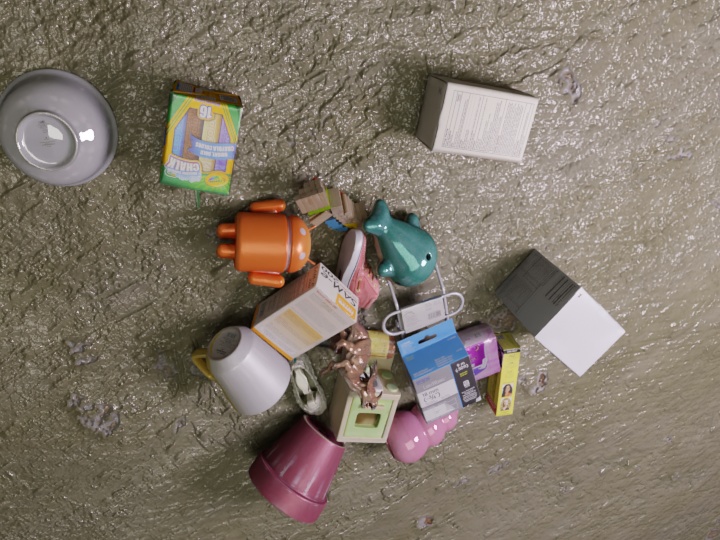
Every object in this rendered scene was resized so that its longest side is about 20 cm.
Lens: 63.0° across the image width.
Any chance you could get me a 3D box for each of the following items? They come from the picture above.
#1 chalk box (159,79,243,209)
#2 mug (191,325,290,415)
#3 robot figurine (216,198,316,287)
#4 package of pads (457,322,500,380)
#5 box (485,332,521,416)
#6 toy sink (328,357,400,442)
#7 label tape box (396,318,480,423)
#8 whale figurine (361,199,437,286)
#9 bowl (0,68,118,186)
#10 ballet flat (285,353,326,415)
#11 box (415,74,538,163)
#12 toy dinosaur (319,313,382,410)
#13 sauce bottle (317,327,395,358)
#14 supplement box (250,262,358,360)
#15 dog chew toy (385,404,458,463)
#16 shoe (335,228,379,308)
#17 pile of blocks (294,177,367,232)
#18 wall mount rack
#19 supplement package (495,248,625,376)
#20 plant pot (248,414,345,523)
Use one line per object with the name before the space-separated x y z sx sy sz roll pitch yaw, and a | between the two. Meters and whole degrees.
chalk box | -0.287 -0.213 1.043 0.121 0.125 0.204 9 112 -19
mug | -0.260 0.204 1.225 0.184 0.151 0.154 -26 132 5
robot figurine | -0.182 -0.056 1.153 0.195 0.146 0.118 2 137 -16
package of pads | 0.234 0.215 1.421 0.196 0.076 0.122 -19 120 -5
box | 0.359 0.262 1.480 0.049 0.076 0.204 -6 118 -9
toy sink | 0.013 0.292 1.377 0.128 0.112 0.204 8 113 -19
label tape box | 0.179 0.232 1.337 0.142 0.063 0.203 -22 117 -4
whale figurine | 0.086 -0.054 1.210 0.201 0.103 0.160 50 64 -34
bowl | -0.519 -0.228 0.993 0.196 0.091 0.205 -7 117 -13
ballet flat | -0.127 0.275 1.359 0.070 0.072 0.203 -22 120 -3
box | 0.224 -0.297 1.149 0.195 0.109 0.130 4 115 -17
toy dinosaur | -0.006 0.186 1.268 0.133 0.086 0.205 7 99 -20
sauce bottle | -0.019 0.160 1.330 0.196 0.066 0.067 9 113 -15
supplement box | -0.117 0.089 1.229 0.198 0.074 0.126 -31 121 27
dog chew toy | 0.155 0.390 1.465 0.197 0.125 0.126 -25 120 -11
shoe | 0.000 0.000 1.250 0.089 0.072 0.203 3 127 -19
pile of blocks | -0.058 -0.131 1.176 0.081 0.063 0.199 -28 147 28
wall mount rack | 0.127 0.058 1.321 0.196 0.075 0.177 -18 122 -6
supplement package | 0.452 0.095 1.350 0.190 0.201 0.147 37 102 -27
plant pot | -0.134 0.453 1.383 0.199 0.200 0.180 37 87 -27
